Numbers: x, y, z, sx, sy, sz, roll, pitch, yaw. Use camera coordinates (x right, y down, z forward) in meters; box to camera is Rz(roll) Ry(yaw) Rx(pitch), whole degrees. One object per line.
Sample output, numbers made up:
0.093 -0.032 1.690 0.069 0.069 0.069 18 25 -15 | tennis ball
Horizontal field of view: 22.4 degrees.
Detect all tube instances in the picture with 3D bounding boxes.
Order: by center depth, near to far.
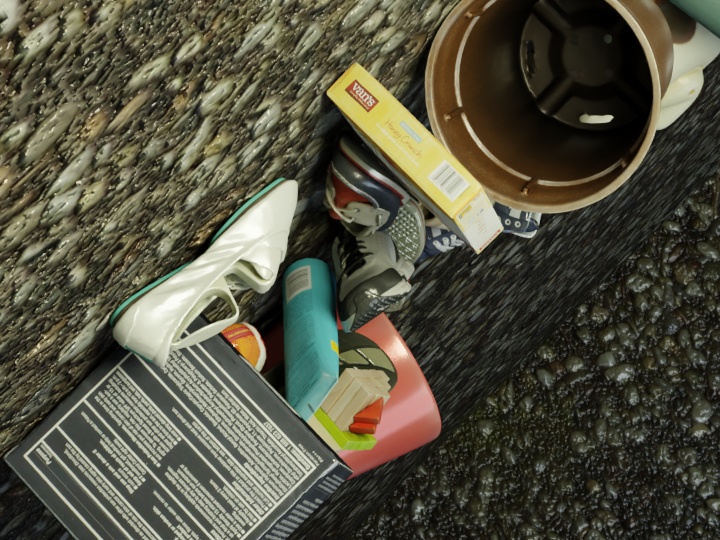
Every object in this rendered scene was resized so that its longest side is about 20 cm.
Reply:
-0.045 0.064 1.635 0.078 0.050 0.200 -58 -161 29 | tube

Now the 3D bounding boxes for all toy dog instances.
0.270 -0.210 1.774 0.194 0.140 0.200 -24 176 35 | toy dog

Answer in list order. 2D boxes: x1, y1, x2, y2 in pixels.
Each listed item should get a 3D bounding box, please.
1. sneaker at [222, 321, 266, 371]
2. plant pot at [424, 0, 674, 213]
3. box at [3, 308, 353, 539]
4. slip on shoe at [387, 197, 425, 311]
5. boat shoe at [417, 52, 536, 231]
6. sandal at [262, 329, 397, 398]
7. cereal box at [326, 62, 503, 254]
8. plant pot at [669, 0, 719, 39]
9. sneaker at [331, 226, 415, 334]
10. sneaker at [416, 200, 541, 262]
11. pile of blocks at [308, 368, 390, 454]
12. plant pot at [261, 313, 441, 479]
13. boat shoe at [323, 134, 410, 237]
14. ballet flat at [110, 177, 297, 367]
-0.162 0.123 1.686 0.077 0.073 0.200 -10 138 -47 | sneaker
0.180 -0.169 1.574 0.200 0.200 0.198 -51 174 25 | plant pot
-0.148 0.161 1.507 0.198 0.200 0.123 -44 168 -3 | box
0.028 -0.028 1.825 0.200 0.074 0.061 95 6 -62 | slip on shoe
0.120 -0.124 1.781 0.065 0.072 0.200 5 124 -47 | boat shoe
-0.055 0.115 1.687 0.201 0.080 0.057 -24 162 -31 | sandal
0.048 -0.086 1.483 0.040 0.144 0.200 -45 167 0 | cereal box
0.345 -0.300 1.655 0.200 0.196 0.200 -43 169 -11 | plant pot
0.000 0.000 1.673 0.074 0.080 0.200 -32 -172 7 | sneaker
0.114 -0.046 1.917 0.200 0.108 0.070 -47 167 9 | sneaker
-0.041 0.173 1.626 0.200 0.062 0.082 -41 151 0 | pile of blocks
-0.044 0.131 1.822 0.177 0.201 0.200 -33 165 -14 | plant pot
-0.001 -0.067 1.571 0.063 0.071 0.200 -43 172 2 | boat shoe
-0.109 0.007 1.451 0.200 0.069 0.069 -41 167 -23 | ballet flat
